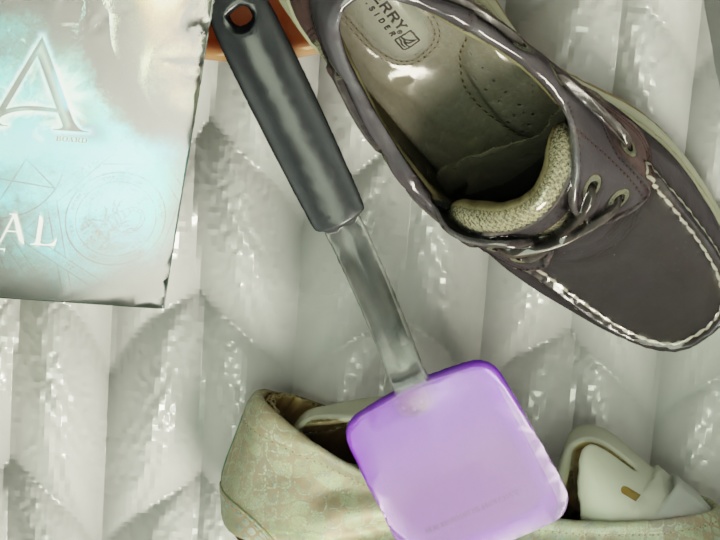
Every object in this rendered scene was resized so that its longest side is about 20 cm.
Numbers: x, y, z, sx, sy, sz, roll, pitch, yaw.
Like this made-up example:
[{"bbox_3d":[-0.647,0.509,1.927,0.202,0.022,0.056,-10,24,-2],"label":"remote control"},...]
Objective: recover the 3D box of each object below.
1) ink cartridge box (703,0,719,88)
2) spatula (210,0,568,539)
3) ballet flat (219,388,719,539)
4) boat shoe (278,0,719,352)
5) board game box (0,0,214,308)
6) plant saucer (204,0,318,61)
[{"bbox_3d":[0.216,-0.103,0.852,0.145,0.145,0.200,35,109,-8],"label":"ink cartridge box"},{"bbox_3d":[0.000,0.000,0.929,0.056,0.021,0.200,-25,95,7],"label":"spatula"},{"bbox_3d":[0.053,0.076,0.974,0.199,0.067,0.063,7,101,1],"label":"ballet flat"},{"bbox_3d":[0.048,-0.034,0.915,0.072,0.065,0.200,-34,119,18],"label":"boat shoe"},{"bbox_3d":[-0.148,-0.059,0.895,0.200,0.028,0.136,3,115,-16],"label":"board game box"},{"bbox_3d":[-0.038,-0.164,0.910,0.200,0.032,0.201,1,111,3],"label":"plant saucer"}]
